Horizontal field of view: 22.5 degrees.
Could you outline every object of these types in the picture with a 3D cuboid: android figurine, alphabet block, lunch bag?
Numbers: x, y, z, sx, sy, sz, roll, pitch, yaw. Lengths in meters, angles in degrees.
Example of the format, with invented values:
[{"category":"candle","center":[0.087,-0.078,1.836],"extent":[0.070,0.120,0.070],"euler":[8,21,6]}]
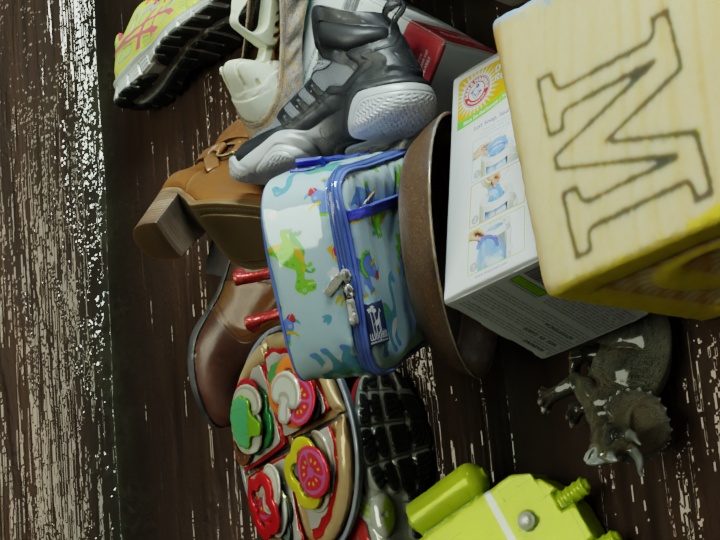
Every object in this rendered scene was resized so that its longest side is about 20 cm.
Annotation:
[{"category":"android figurine","center":[0.108,0.233,1.360],"extent":[0.200,0.041,0.183],"euler":[-37,65,22]},{"category":"alphabet block","center":[0.232,-0.096,1.203],"extent":[0.196,0.195,0.201],"euler":[-26,65,42]},{"category":"lunch bag","center":[-0.001,-0.009,1.342],"extent":[0.082,0.200,0.162],"euler":[-9,94,20]}]

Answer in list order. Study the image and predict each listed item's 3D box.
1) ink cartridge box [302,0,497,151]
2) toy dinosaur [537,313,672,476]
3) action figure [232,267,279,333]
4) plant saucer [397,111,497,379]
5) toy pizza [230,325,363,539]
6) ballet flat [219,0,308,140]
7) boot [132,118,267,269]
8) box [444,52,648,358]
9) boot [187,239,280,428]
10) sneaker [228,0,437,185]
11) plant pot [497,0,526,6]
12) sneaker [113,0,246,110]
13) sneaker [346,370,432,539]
[{"category":"ink cartridge box","center":[0.007,-0.154,1.512],"extent":[0.200,0.083,0.145],"euler":[36,110,41]},{"category":"toy dinosaur","center":[0.190,0.066,1.315],"extent":[0.102,0.077,0.201],"euler":[-3,57,35]},{"category":"action figure","center":[0.000,0.000,1.469],"extent":[0.199,0.052,0.066],"euler":[-13,87,10]},{"category":"plant saucer","center":[0.065,-0.017,1.357],"extent":[0.034,0.200,0.202],"euler":[-7,78,16]},{"category":"toy pizza","center":[-0.062,0.146,1.496],"extent":[0.200,0.032,0.202],"euler":[12,104,57]},{"category":"ballet flat","center":[-0.083,-0.184,1.501],"extent":[0.068,0.067,0.201],"euler":[0,85,47]},{"category":"boot","center":[-0.094,-0.079,1.577],"extent":[0.199,0.074,0.155],"euler":[3,43,39]},{"category":"box","center":[0.136,-0.057,1.312],"extent":[0.101,0.112,0.201],"euler":[-26,48,39]},{"category":"boot","center":[-0.050,0.059,1.575],"extent":[0.199,0.068,0.189],"euler":[10,87,36]},{"category":"sneaker","center":[-0.029,-0.143,1.438],"extent":[0.199,0.075,0.115],"euler":[-21,70,35]},{"category":"plant pot","center":[0.108,-0.315,1.344],"extent":[0.177,0.199,0.200],"euler":[-42,57,29]},{"category":"sneaker","center":[-0.178,-0.235,1.717],"extent":[0.200,0.078,0.091],"euler":[-32,61,39]},{"category":"sneaker","center":[0.008,0.179,1.473],"extent":[0.085,0.077,0.201],"euler":[-18,72,48]}]
